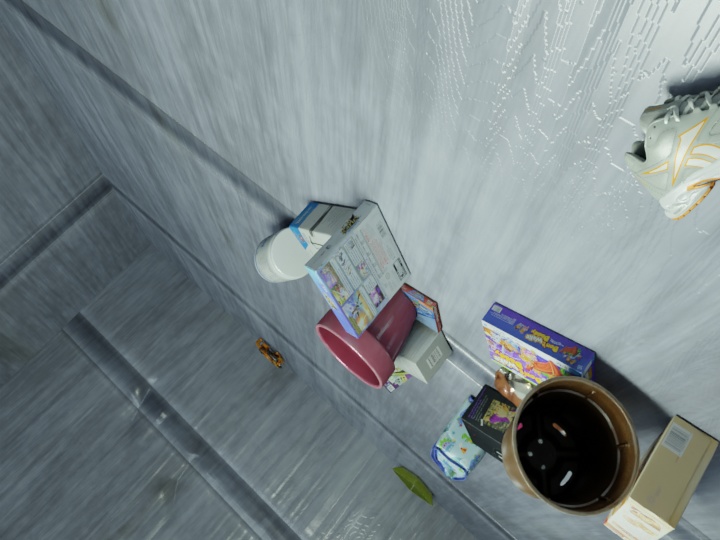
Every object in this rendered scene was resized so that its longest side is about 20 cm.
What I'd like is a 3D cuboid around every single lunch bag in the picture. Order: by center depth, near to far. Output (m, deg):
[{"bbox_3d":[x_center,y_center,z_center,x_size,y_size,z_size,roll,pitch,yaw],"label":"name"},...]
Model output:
[{"bbox_3d":[0.274,0.450,1.568,0.126,0.171,0.202,33,160,25],"label":"lunch bag"}]

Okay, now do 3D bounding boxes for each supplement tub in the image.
[{"bbox_3d":[-0.203,-0.039,1.602,0.132,0.132,0.199,47,160,-13],"label":"supplement tub"}]

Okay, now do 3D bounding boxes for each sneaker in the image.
[{"bbox_3d":[0.291,-0.123,0.514,0.092,0.076,0.201,43,160,14],"label":"sneaker"}]

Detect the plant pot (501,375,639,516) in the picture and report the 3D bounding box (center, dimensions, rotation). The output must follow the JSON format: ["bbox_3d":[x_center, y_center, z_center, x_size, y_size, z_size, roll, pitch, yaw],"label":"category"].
[{"bbox_3d":[0.326,0.299,1.002,0.199,0.201,0.199,38,164,13],"label":"plant pot"}]

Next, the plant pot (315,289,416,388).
[{"bbox_3d":[0.027,0.128,1.340,0.198,0.180,0.201,38,161,15],"label":"plant pot"}]

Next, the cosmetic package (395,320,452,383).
[{"bbox_3d":[0.108,0.173,1.439,0.198,0.107,0.091,23,154,50],"label":"cosmetic package"}]

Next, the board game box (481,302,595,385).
[{"bbox_3d":[0.316,0.153,1.063,0.197,0.045,0.136,29,155,39],"label":"board game box"}]

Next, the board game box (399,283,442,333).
[{"bbox_3d":[0.098,0.061,1.360,0.198,0.019,0.104,32,159,33],"label":"board game box"}]

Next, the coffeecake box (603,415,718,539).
[{"bbox_3d":[0.478,0.348,0.966,0.072,0.154,0.202,31,157,26],"label":"coffeecake box"}]

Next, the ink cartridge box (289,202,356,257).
[{"bbox_3d":[-0.048,-0.060,1.311,0.198,0.084,0.147,17,147,54],"label":"ink cartridge box"}]

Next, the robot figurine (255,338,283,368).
[{"bbox_3d":[-0.508,0.470,3.377,0.198,0.058,0.146,34,159,29],"label":"robot figurine"}]

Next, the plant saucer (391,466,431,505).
[{"bbox_3d":[0.275,1.087,3.056,0.202,0.048,0.198,54,159,-25],"label":"plant saucer"}]

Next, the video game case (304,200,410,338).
[{"bbox_3d":[0.000,0.000,1.187,0.045,0.182,0.202,21,151,44],"label":"video game case"}]

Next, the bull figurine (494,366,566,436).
[{"bbox_3d":[0.348,0.250,1.169,0.197,0.065,0.123,29,150,25],"label":"bull figurine"}]

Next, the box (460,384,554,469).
[{"bbox_3d":[0.344,0.374,1.367,0.198,0.106,0.124,26,154,44],"label":"box"}]

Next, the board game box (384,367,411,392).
[{"bbox_3d":[0.069,0.226,1.590,0.201,0.119,0.033,50,-167,-28],"label":"board game box"}]
